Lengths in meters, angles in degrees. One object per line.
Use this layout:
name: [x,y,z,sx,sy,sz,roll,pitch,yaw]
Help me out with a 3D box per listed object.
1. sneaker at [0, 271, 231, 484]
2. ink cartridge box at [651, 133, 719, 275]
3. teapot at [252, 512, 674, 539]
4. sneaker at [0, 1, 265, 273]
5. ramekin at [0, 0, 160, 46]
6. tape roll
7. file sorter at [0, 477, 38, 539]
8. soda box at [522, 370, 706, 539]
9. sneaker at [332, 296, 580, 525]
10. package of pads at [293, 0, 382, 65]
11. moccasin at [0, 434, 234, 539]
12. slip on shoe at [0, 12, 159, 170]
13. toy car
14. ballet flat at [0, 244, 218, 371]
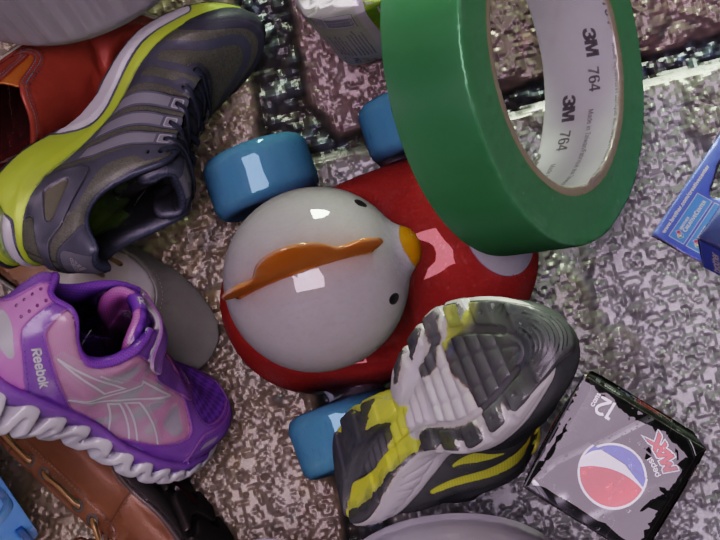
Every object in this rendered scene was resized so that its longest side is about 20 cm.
sneaker: [-0.127,0.050,1.365,0.088,0.200,0.081,-46,54,18]
ink cartridge box: [0.262,-0.027,1.352,0.200,0.042,0.119,28,73,26]
teapot: [0.046,0.192,1.356,0.197,0.200,0.146,-33,43,29]
sneaker: [-0.111,-0.065,1.405,0.081,0.074,0.200,23,62,35]
ramekin: [-0.166,-0.210,1.411,0.202,0.094,0.203,-11,52,14]
tape roll: [0.082,-0.109,1.343,0.048,0.200,0.201,-8,84,32]
file sorter: [-0.264,0.110,1.336,0.139,0.123,0.200,-35,108,-11]
soda box: [0.128,0.095,1.319,0.071,0.200,0.063,31,92,6]
sneaker: [0.059,0.066,1.300,0.085,0.200,0.075,-3,68,-32]
package of pads: [-0.018,-0.217,1.391,0.068,0.155,0.200,-16,83,7]
moccasin: [-0.129,0.142,1.426,0.078,0.074,0.201,-43,83,13]
slip on shoe: [-0.181,-0.087,1.419,0.200,0.061,0.074,-23,116,-27]
toy car: [0.000,0.000,1.349,0.177,0.200,0.185,-19,84,8]
ballet flat: [-0.171,-0.002,1.446,0.200,0.064,0.067,32,92,10]
